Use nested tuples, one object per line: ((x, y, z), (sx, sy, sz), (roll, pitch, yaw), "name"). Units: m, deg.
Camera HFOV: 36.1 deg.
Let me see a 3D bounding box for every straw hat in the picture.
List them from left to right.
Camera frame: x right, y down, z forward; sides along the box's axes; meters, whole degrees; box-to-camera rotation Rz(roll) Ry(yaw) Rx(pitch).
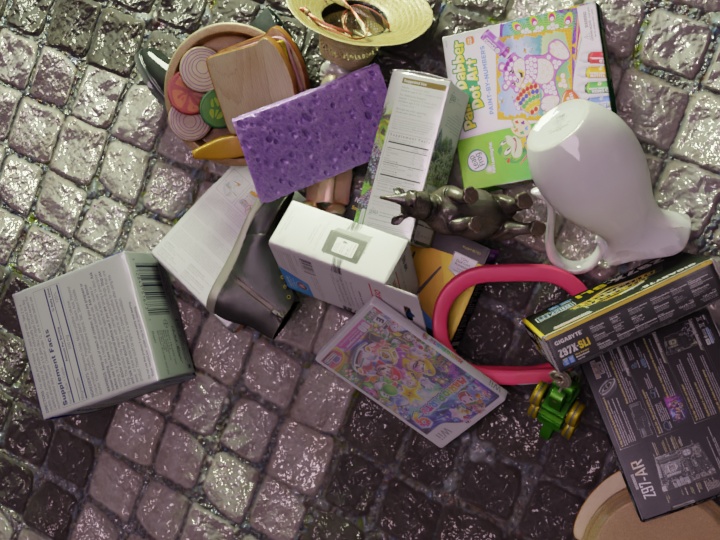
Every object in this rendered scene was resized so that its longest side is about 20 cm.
((-0.011, -0.302, 1.403), (0.200, 0.201, 0.085), (31, 133, 19), "straw hat")

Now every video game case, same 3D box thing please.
((0.059, 0.127, 1.344), (0.200, 0.018, 0.143), (35, 135, -8), "video game case")

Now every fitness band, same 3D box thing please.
((0.186, 0.064, 1.335), (0.199, 0.037, 0.145), (-1, 93, 2), "fitness band")

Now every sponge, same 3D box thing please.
((-0.052, -0.171, 1.386), (0.199, 0.030, 0.112), (-22, 109, -6), "sponge")

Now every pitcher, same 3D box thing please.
((0.258, -0.086, 1.271), (0.171, 0.122, 0.200), (-27, 121, 30), "pitcher")

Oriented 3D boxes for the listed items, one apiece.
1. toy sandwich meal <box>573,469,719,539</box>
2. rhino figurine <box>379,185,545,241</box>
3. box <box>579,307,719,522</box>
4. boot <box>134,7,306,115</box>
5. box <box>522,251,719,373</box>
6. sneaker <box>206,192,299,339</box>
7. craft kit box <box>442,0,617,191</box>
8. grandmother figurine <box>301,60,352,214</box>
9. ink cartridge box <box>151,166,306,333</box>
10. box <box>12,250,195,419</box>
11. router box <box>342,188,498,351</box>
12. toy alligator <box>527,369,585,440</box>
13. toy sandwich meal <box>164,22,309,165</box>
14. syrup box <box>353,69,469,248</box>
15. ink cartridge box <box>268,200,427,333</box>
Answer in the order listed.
((0.341, 0.331, 1.286), (0.204, 0.070, 0.207), (0, 89, 10), "toy sandwich meal")
((0.109, -0.068, 1.271), (0.087, 0.199, 0.060), (2, 86, 63), "rhino figurine")
((0.356, 0.163, 1.253), (0.159, 0.044, 0.201), (-21, 70, 5), "box")
((-0.191, -0.288, 1.503), (0.200, 0.066, 0.165), (-37, 85, 20), "boot")
((0.288, 0.042, 1.232), (0.199, 0.160, 0.050), (-25, 92, 3), "box")
((-0.109, -0.015, 1.439), (0.106, 0.075, 0.201), (26, 88, 8), "sneaker")
((0.210, -0.209, 1.359), (0.196, 0.048, 0.201), (-10, 85, 24), "craft kit box")
((-0.034, -0.175, 1.444), (0.120, 0.061, 0.201), (4, 92, 8), "grandmother figurine")
((-0.163, -0.042, 1.511), (0.162, 0.050, 0.200), (42, 85, 17), "ink cartridge box")
((-0.357, 0.091, 1.540), (0.199, 0.105, 0.185), (-19, 82, 19), "box")
((0.055, 0.002, 1.408), (0.199, 0.051, 0.150), (25, 96, 20), "router box")
((0.234, 0.142, 1.282), (0.059, 0.200, 0.054), (29, 67, 18), "toy alligator")
((-0.164, -0.224, 1.429), (0.204, 0.070, 0.207), (3, 107, 9), "toy sandwich meal")
((0.063, -0.134, 1.346), (0.081, 0.079, 0.201), (14, 91, 22), "syrup box")
((0.000, 0.000, 1.333), (0.199, 0.116, 0.067), (20, 66, 20), "ink cartridge box")
